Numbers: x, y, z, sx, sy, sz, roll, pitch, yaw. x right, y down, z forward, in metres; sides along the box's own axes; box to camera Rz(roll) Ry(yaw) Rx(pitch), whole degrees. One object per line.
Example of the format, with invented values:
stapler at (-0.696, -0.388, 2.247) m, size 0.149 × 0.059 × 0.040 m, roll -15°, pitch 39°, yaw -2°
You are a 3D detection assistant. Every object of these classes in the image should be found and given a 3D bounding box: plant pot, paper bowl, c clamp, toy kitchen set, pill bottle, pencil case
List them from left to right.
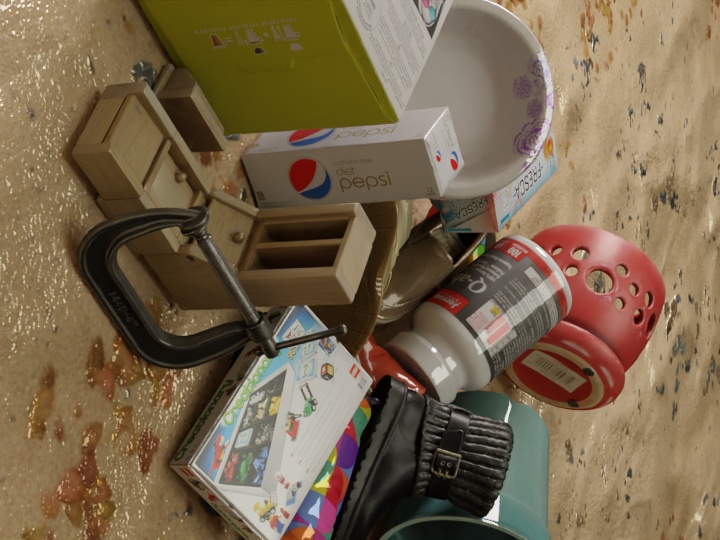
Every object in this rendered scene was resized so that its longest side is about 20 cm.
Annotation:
c clamp at (-0.131, 0.013, 1.244) m, size 0.200 × 0.170 × 0.027 m, roll 55°, pitch 19°, yaw -38°
toy kitchen set at (-0.101, -0.094, 1.275) m, size 0.200 × 0.180 × 0.164 m, roll 60°, pitch 38°, yaw -42°
pencil case at (-0.046, 0.202, 1.464) m, size 0.088 × 0.088 × 0.201 m, roll 56°, pitch 43°, yaw -45°
paper bowl at (0.087, -0.171, 1.515) m, size 0.104 × 0.199 × 0.202 m, roll -176°, pitch -97°, yaw -78°
plant pot at (0.129, 0.255, 1.693) m, size 0.197 × 0.199 × 0.201 m, roll -77°, pitch 149°, yaw -42°
pill bottle at (0.129, 0.060, 1.663) m, size 0.200 × 0.116 × 0.116 m, roll -38°, pitch 127°, yaw -21°
plant pot at (0.279, 0.070, 1.967) m, size 0.183 × 0.200 × 0.201 m, roll -61°, pitch 140°, yaw -31°

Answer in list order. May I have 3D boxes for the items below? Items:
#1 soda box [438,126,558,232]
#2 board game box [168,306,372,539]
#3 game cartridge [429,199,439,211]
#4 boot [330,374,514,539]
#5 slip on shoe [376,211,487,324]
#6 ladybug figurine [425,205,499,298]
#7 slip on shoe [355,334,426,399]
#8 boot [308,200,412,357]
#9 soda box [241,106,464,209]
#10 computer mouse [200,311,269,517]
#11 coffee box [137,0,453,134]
soda box at (0.153, -0.106, 1.651) m, size 0.200 × 0.068 × 0.064 m, roll -41°, pitch 127°, yaw -54°
board game box at (-0.078, 0.139, 1.386) m, size 0.126 × 0.035 × 0.200 m, roll 50°, pitch 56°, yaw -27°
game cartridge at (0.092, -0.172, 1.646) m, size 0.133 × 0.041 × 0.201 m, roll -55°, pitch 136°, yaw -53°
boot at (0.057, 0.226, 1.534) m, size 0.157 × 0.079 × 0.212 m, roll 27°, pitch 85°, yaw -15°
slip on shoe at (0.074, -0.014, 1.657) m, size 0.200 × 0.061 × 0.076 m, roll -35°, pitch 96°, yaw -31°
ladybug figurine at (0.114, -0.011, 1.783) m, size 0.136 × 0.072 × 0.201 m, roll 22°, pitch 70°, yaw -58°
slip on shoe at (0.039, 0.129, 1.604) m, size 0.201 × 0.061 × 0.074 m, roll 63°, pitch 14°, yaw -1°
boot at (0.000, 0.000, 1.564) m, size 0.155 × 0.072 × 0.201 m, roll -52°, pitch 158°, yaw -76°
soda box at (-0.008, -0.105, 1.425) m, size 0.068 × 0.199 × 0.064 m, roll -54°, pitch 133°, yaw -49°
computer mouse at (-0.113, 0.132, 1.403) m, size 0.059 × 0.034 × 0.201 m, roll 37°, pitch 63°, yaw -38°
coffee box at (-0.057, -0.262, 1.343) m, size 0.200 × 0.199 × 0.198 m, roll 62°, pitch 38°, yaw -40°
